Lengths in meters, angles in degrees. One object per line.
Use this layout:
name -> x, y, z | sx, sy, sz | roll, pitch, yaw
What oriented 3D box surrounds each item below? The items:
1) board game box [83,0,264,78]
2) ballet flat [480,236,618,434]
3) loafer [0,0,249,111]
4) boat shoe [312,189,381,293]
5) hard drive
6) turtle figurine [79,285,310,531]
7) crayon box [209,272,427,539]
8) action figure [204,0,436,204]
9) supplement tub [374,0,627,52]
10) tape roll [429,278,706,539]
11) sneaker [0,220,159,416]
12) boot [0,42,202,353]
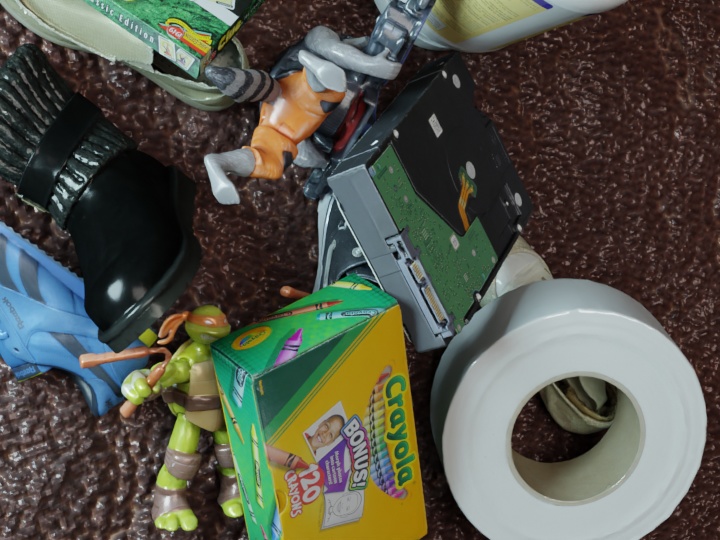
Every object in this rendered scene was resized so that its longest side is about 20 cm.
board game box -> -0.160, -0.219, 0.972 | 0.199, 0.024, 0.105 | 34, 59, 2
ballet flat -> 0.146, 0.039, 1.143 | 0.067, 0.062, 0.201 | -40, 105, -23
loafer -> -0.156, -0.176, 1.000 | 0.198, 0.068, 0.077 | 24, 78, -23
boat shoe -> 0.000, 0.000, 1.070 | 0.071, 0.068, 0.203 | 21, 80, -23
hard drive -> 0.055, -0.053, 1.036 | 0.141, 0.037, 0.200 | 61, 33, -18
turtle figurine -> -0.113, 0.091, 0.998 | 0.198, 0.064, 0.164 | -14, 114, -44
crayon box -> -0.024, 0.118, 0.997 | 0.118, 0.058, 0.202 | -26, 125, -27
action figure -> -0.027, -0.141, 1.007 | 0.104, 0.194, 0.201 | 32, 111, 1
supplement tub -> 0.104, -0.238, 1.050 | 0.144, 0.199, 0.148 | 3, 85, -30
tape roll -> 0.153, 0.113, 1.093 | 0.199, 0.071, 0.205 | -2, 109, -6
sneaker -> -0.228, 0.022, 0.962 | 0.199, 0.066, 0.079 | 38, 77, -20
boot -> -0.184, -0.048, 0.926 | 0.079, 0.212, 0.158 | -43, 113, 13
